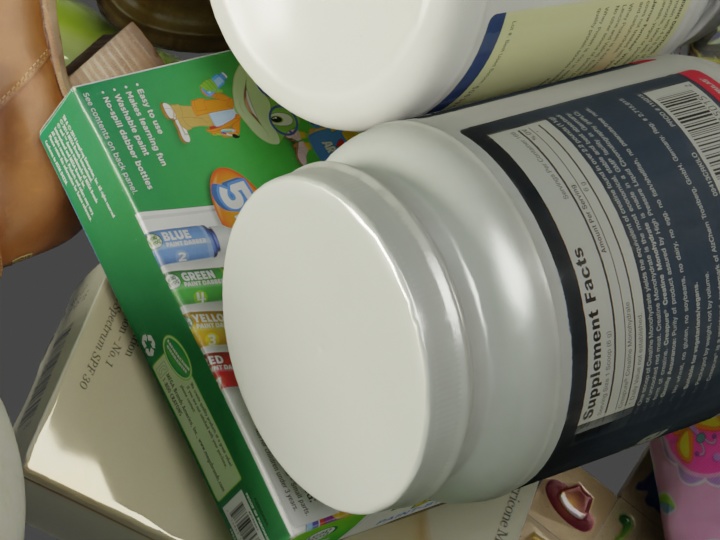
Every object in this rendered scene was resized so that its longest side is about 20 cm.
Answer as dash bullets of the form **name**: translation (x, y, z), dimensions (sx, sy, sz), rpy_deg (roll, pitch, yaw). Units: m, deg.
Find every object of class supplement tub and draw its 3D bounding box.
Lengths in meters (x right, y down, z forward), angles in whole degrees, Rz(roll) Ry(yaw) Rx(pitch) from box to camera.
- **supplement tub**: translation (0.063, 0.004, 1.098), dimensions (0.199, 0.140, 0.141), rpy_deg (-16, 82, -35)
- **supplement tub**: translation (0.052, -0.137, 1.162), dimensions (0.199, 0.145, 0.146), rpy_deg (-13, 80, -44)

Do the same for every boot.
- **boot**: translation (-0.182, -0.089, 1.187), dimensions (0.155, 0.074, 0.200), rpy_deg (-41, 90, -21)

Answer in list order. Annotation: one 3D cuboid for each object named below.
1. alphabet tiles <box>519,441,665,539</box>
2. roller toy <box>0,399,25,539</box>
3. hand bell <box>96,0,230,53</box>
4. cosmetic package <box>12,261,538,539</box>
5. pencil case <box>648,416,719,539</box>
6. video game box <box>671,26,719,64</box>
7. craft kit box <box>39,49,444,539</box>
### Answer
- **alphabet tiles**: translation (0.136, 0.177, 1.273), dimensions (0.200, 0.008, 0.168), rpy_deg (39, 66, -7)
- **roller toy**: translation (-0.220, 0.087, 1.087), dimensions (0.199, 0.140, 0.184), rpy_deg (21, 80, -17)
- **hand bell**: translation (-0.066, -0.205, 1.266), dimensions (0.103, 0.104, 0.201), rpy_deg (5, 62, -20)
- **cosmetic package**: translation (-0.039, 0.086, 1.195), dimensions (0.199, 0.073, 0.104), rpy_deg (26, 67, -12)
- **pencil case**: translation (0.164, 0.080, 1.246), dimensions (0.087, 0.087, 0.202), rpy_deg (-11, 89, -23)
- **video game box**: translation (0.239, -0.110, 1.281), dimensions (0.198, 0.047, 0.184), rpy_deg (12, 79, -3)
- **craft kit box**: translation (0.000, 0.000, 1.182), dimensions (0.197, 0.049, 0.201), rpy_deg (-16, 71, -38)
